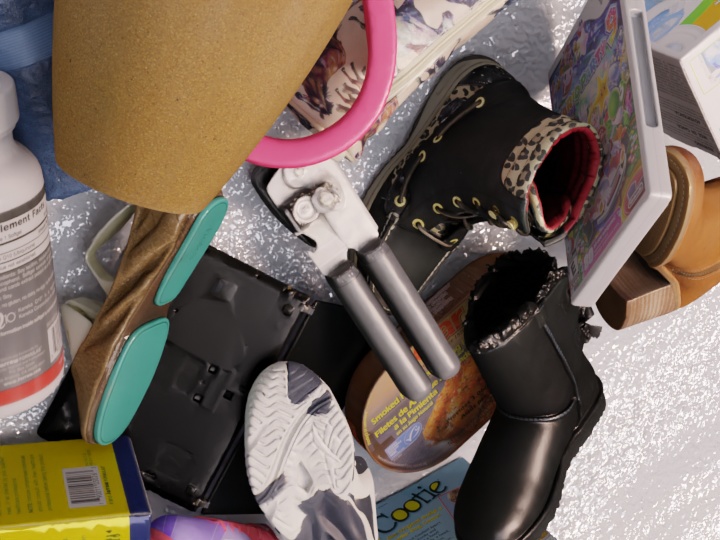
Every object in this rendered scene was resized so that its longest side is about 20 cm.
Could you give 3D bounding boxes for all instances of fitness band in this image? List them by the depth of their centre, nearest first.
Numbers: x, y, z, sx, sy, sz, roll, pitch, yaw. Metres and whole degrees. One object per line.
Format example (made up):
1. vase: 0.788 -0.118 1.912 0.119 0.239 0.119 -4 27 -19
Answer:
1. fitness band: -0.051 -0.165 1.000 0.143 0.037 0.200 -10 93 -4

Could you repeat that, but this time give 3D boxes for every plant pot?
1. plant pot: -0.101 -0.141 0.906 0.186 0.186 0.200 13 105 -32

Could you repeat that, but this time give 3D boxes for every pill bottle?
1. pill bottle: -0.248 -0.017 0.961 0.116 0.116 0.200 -13 116 -23

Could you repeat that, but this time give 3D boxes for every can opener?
1. can opener: 0.000 0.000 1.103 0.053 0.066 0.200 -37 104 -10

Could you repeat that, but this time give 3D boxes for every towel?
1. towel: -0.183 -0.146 0.980 0.112 0.049 0.200 -26 121 -15

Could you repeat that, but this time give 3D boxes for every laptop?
1. laptop: -0.101 0.075 1.144 0.200 0.103 0.177 27 97 -8

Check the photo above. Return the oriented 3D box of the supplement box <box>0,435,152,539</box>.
1. supplement box: -0.243 0.188 1.036 0.200 0.110 0.109 -3 113 -16

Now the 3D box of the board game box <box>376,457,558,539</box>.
1. board game box: 0.098 0.249 1.208 0.105 0.200 0.103 -27 121 -17

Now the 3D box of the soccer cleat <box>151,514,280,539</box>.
1. soccer cleat: -0.096 0.205 1.144 0.076 0.067 0.200 -56 149 -14

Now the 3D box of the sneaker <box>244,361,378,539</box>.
1. sneaker: -0.036 0.145 1.140 0.079 0.130 0.199 -25 107 -2

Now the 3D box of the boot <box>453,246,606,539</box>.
1. boot: 0.112 0.094 1.154 0.198 0.073 0.163 -53 139 -29

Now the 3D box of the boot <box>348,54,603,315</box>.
1. boot: 0.076 -0.041 1.099 0.073 0.154 0.204 22 100 -33

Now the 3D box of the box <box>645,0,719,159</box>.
1. box: 0.295 -0.193 1.177 0.200 0.112 0.101 -40 125 -9

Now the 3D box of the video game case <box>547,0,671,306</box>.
1. video game case: 0.166 -0.096 1.074 0.018 0.200 0.143 6 149 -12

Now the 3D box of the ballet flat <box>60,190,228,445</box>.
1. ballet flat: -0.156 0.017 1.043 0.200 0.072 0.068 -65 163 19

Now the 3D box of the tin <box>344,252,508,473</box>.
1. tin: 0.074 0.068 1.211 0.200 0.042 0.112 -40 131 -10

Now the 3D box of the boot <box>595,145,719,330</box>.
1. boot: 0.252 -0.043 1.124 0.155 0.077 0.200 -25 145 -17

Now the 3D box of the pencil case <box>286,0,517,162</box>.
1. pencil case: 0.032 -0.159 1.065 0.200 0.089 0.078 -44 125 -4
